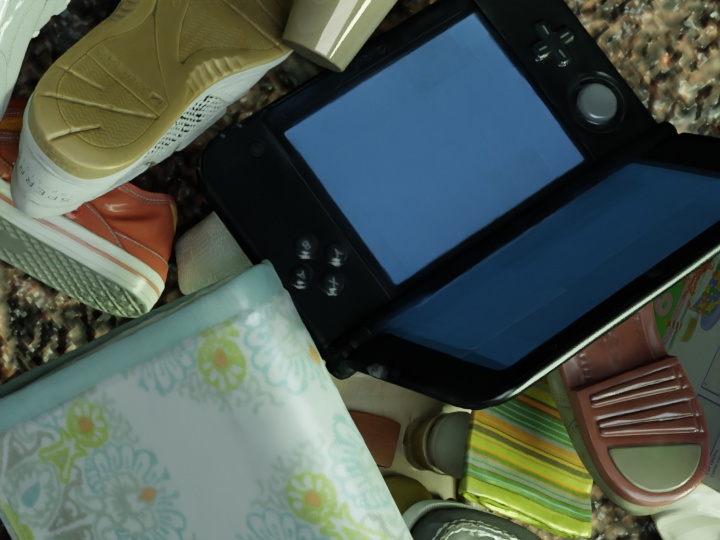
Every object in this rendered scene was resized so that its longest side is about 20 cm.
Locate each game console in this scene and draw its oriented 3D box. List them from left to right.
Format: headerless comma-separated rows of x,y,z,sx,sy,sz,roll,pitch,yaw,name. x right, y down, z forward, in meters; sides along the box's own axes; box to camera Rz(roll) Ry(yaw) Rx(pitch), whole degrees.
0.060,-0.045,1.058,0.200,0.116,0.176,-33,81,-23,game console

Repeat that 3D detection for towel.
-0.075,0.105,1.097,0.048,0.199,0.172,-35,97,-54,towel
0.094,0.022,1.185,0.086,0.018,0.201,24,70,-41,towel

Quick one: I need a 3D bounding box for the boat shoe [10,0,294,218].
-0.090,-0.089,1.096,0.071,0.069,0.200,46,46,2,boat shoe

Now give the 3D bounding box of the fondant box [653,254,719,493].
0.190,0.032,1.172,0.058,0.200,0.145,23,93,-25,fondant box

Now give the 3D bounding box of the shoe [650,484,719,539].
0.224,0.159,1.276,0.199,0.070,0.054,31,50,-25,shoe

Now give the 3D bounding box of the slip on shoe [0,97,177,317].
-0.165,-0.052,1.102,0.199,0.074,0.061,32,66,-22,slip on shoe

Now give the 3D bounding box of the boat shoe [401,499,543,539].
0.093,0.169,1.165,0.201,0.060,0.072,40,69,-36,boat shoe

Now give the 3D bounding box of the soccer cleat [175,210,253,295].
0.000,0.000,1.176,0.199,0.086,0.070,16,62,-41,soccer cleat

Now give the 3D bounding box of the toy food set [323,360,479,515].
0.015,0.138,1.171,0.143,0.060,0.201,3,85,-35,toy food set

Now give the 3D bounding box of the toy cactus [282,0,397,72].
0.009,-0.171,1.088,0.102,0.200,0.166,27,85,12,toy cactus

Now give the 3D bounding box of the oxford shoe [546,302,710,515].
0.102,0.020,1.150,0.070,0.075,0.201,-10,74,-10,oxford shoe

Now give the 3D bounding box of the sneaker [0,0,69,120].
-0.119,-0.142,1.021,0.092,0.076,0.201,13,102,-28,sneaker
